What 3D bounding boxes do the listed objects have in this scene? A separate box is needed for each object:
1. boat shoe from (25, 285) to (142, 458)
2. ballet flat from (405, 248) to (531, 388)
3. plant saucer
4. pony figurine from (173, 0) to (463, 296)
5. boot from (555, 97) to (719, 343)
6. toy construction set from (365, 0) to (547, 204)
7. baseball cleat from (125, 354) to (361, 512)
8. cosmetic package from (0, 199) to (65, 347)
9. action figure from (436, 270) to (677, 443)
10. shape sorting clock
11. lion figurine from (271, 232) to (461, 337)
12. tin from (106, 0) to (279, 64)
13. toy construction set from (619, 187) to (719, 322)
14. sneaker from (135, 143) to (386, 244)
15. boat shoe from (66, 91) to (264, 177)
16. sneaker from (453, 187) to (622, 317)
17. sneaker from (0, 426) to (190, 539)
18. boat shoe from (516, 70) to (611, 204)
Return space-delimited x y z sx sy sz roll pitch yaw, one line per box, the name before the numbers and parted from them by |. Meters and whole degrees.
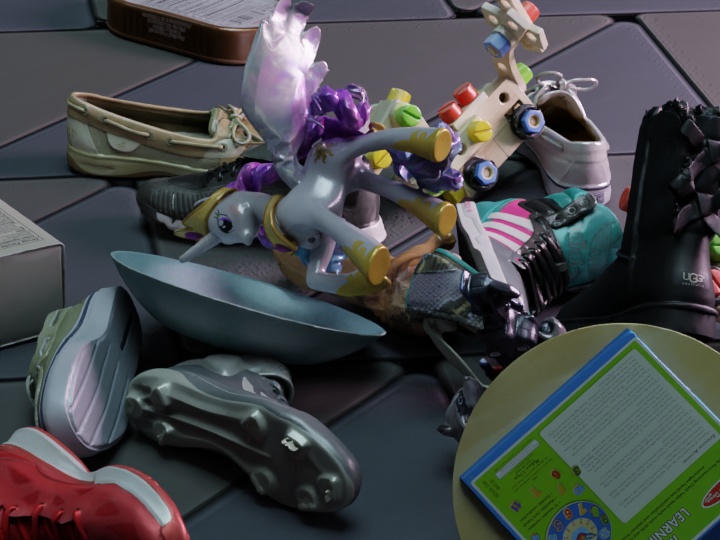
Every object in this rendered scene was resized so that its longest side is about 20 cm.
boat shoe | -0.193 0.074 1.681 0.062 0.072 0.200 -19 19 13
ballet flat | 0.116 0.062 1.703 0.200 0.072 0.072 31 28 0
plant saucer | -0.083 0.032 1.743 0.201 0.039 0.201 15 5 -1
pony figurine | -0.024 -0.072 1.762 0.200 0.167 0.193 13 67 38
boot | 0.199 -0.027 1.722 0.073 0.163 0.198 11 -11 -19
toy construction set | 0.078 -0.133 2.020 0.200 0.131 0.092 -43 18 -5
baseball cleat | -0.059 0.094 1.627 0.200 0.070 0.106 22 32 35
cosmetic package | -0.309 -0.014 1.831 0.104 0.073 0.200 -14 30 -32
action figure | 0.128 0.085 1.577 0.193 0.200 0.105 -5 57 38
shape sorting clock | 0.154 0.129 1.478 0.200 0.039 0.200 -4 69 10
lion figurine | 0.000 0.000 1.836 0.200 0.072 0.122 8 22 26
tin | -0.151 -0.241 2.369 0.200 0.042 0.112 17 25 29
toy construction set | 0.284 -0.014 1.805 0.200 0.092 0.131 14 66 2
sneaker | -0.077 -0.070 1.946 0.200 0.091 0.066 6 25 9
boat shoe | -0.144 -0.115 2.069 0.201 0.063 0.073 2 25 1
sneaker | 0.139 -0.003 1.841 0.121 0.084 0.200 -9 25 -1
sneaker | -0.193 0.163 1.488 0.116 0.078 0.200 -27 25 -32
boat shoe | 0.166 -0.131 2.099 0.075 0.086 0.202 -1 26 -8
